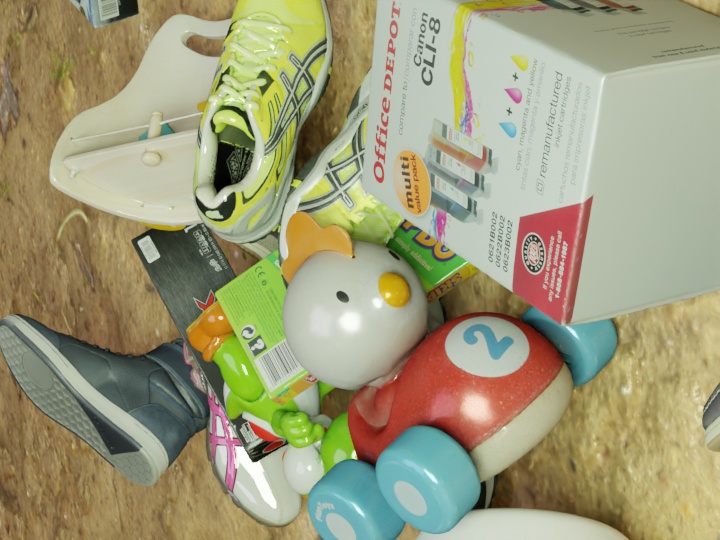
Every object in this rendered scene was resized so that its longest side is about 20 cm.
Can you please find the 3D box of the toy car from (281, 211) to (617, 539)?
[{"bbox_3d":[0.021,0.042,1.022,0.201,0.184,0.177,52,145,-3],"label":"toy car"}]

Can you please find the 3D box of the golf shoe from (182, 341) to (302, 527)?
[{"bbox_3d":[-0.093,0.118,1.375,0.092,0.072,0.202,-39,67,52],"label":"golf shoe"}]

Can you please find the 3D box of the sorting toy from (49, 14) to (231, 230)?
[{"bbox_3d":[-0.122,-0.137,1.274,0.198,0.107,0.182,-8,59,34],"label":"sorting toy"}]

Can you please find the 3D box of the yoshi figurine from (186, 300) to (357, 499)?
[{"bbox_3d":[-0.036,0.097,1.217,0.201,0.112,0.112,55,169,7],"label":"yoshi figurine"}]

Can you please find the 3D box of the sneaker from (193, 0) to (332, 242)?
[{"bbox_3d":[-0.067,-0.121,1.101,0.075,0.076,0.202,7,86,12],"label":"sneaker"}]

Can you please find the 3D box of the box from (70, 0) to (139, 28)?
[{"bbox_3d":[-0.210,-0.292,1.146,0.137,0.040,0.201,46,148,40],"label":"box"}]

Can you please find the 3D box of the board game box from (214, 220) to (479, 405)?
[{"bbox_3d":[0.000,0.000,1.144,0.199,0.030,0.096,-36,63,9],"label":"board game box"}]

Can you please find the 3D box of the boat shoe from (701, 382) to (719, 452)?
[{"bbox_3d":[0.242,0.030,0.852,0.200,0.071,0.065,122,139,-50],"label":"boat shoe"}]

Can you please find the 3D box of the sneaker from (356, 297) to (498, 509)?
[{"bbox_3d":[0.036,0.096,1.170,0.074,0.079,0.202,-38,70,52],"label":"sneaker"}]

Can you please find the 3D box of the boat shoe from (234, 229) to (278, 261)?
[{"bbox_3d":[-0.061,-0.037,1.290,0.201,0.071,0.066,42,110,45],"label":"boat shoe"}]

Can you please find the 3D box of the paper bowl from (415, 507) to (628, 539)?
[{"bbox_3d":[0.100,0.214,1.009,0.200,0.199,0.105,-32,47,55],"label":"paper bowl"}]

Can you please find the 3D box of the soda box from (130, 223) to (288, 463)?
[{"bbox_3d":[-0.111,0.052,1.320,0.201,0.063,0.071,60,173,14],"label":"soda box"}]

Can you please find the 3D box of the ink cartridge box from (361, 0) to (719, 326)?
[{"bbox_3d":[0.114,-0.085,0.933,0.200,0.144,0.147,36,129,47],"label":"ink cartridge box"}]

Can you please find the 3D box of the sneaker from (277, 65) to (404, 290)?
[{"bbox_3d":[0.011,-0.060,1.094,0.076,0.075,0.201,22,85,47],"label":"sneaker"}]

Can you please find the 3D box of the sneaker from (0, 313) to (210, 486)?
[{"bbox_3d":[-0.217,0.084,1.470,0.202,0.146,0.077,40,141,7],"label":"sneaker"}]
